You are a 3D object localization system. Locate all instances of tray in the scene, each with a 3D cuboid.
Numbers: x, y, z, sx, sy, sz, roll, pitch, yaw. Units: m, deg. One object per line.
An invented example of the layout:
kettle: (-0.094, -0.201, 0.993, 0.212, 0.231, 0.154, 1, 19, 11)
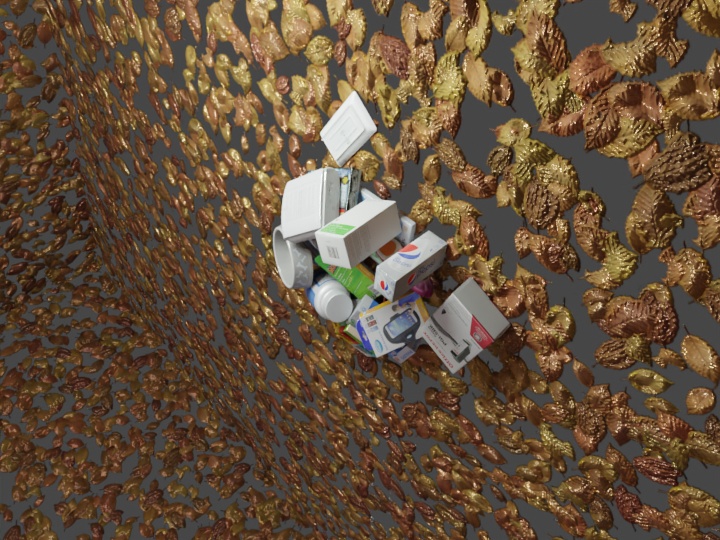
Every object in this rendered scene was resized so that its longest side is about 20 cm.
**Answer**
tray: (-0.039, -0.346, 1.454, 0.109, 0.022, 0.199, 58, 145, 0)

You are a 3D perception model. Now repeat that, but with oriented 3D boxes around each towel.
towel: (-0.138, -0.060, 1.709, 0.147, 0.024, 0.198, 46, 165, -22)

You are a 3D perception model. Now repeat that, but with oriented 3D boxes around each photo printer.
photo printer: (-0.137, -0.164, 1.521, 0.196, 0.068, 0.173, -11, 74, 47)

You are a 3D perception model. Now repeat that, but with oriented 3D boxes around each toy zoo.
toy zoo: (-0.008, 0.207, 1.697, 0.130, 0.021, 0.200, 37, 165, -8)

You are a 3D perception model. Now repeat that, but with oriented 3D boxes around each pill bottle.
pill bottle: (-0.091, 0.074, 1.679, 0.200, 0.109, 0.116, -136, 28, -63)

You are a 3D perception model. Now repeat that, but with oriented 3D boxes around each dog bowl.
dog bowl: (-0.199, -0.042, 1.680, 0.200, 0.057, 0.207, 43, 140, 52)

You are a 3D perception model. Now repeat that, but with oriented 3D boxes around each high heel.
high heel: (0.107, -0.008, 1.471, 0.198, 0.068, 0.097, 34, 160, 29)

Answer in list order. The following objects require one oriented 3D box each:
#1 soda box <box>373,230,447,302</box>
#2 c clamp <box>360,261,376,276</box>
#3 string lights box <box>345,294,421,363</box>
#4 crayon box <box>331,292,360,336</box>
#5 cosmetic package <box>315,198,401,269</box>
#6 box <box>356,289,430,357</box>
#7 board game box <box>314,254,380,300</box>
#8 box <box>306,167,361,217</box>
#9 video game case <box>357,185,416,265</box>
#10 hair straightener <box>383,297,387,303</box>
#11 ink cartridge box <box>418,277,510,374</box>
soda box: (0.118, -0.012, 1.351, 0.063, 0.198, 0.070, 35, 139, 27)
c clamp: (0.000, 0.000, 1.606, 0.198, 0.027, 0.170, 39, 140, -11)
string lights box: (0.065, 0.164, 1.615, 0.197, 0.060, 0.103, 36, 146, -3)
crayon box: (-0.021, 0.135, 1.764, 0.197, 0.051, 0.129, -6, 111, 52)
cosmetic package: (-0.002, -0.092, 1.404, 0.105, 0.199, 0.087, 10, 127, 42)
box: (0.086, 0.142, 1.532, 0.122, 0.195, 0.042, 64, -175, -10)
board game box: (-0.028, 0.009, 1.589, 0.198, 0.030, 0.095, 39, 139, -16)
box: (-0.082, -0.197, 1.546, 0.196, 0.039, 0.142, 6, 89, 49)
video game case: (0.055, -0.096, 1.523, 0.198, 0.022, 0.186, 37, 140, 28)
hair straightener: (0.092, 0.123, 1.617, 0.077, 0.040, 0.203, 40, 145, 24)
ink cartridge box: (0.245, 0.138, 1.407, 0.148, 0.082, 0.201, 49, 144, 12)
